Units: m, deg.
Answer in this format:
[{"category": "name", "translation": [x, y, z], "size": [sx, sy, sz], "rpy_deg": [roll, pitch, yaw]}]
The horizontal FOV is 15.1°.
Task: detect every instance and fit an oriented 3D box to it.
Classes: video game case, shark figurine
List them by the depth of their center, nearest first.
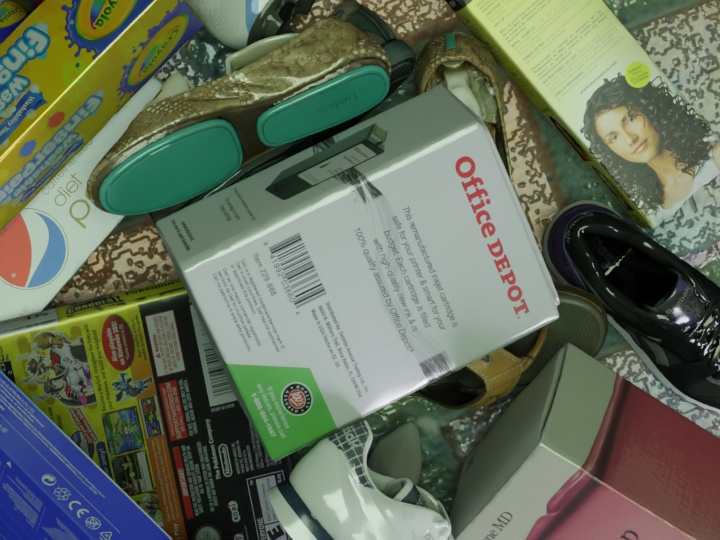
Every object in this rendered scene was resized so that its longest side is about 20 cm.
[{"category": "video game case", "translation": [-0.138, 0.108, 1.704], "size": [0.181, 0.026, 0.200], "rpy_deg": [-14, 113, -9]}, {"category": "shark figurine", "translation": [0.038, 0.221, 1.731], "size": [0.128, 0.090, 0.215], "rpy_deg": [-33, 93, -1]}]

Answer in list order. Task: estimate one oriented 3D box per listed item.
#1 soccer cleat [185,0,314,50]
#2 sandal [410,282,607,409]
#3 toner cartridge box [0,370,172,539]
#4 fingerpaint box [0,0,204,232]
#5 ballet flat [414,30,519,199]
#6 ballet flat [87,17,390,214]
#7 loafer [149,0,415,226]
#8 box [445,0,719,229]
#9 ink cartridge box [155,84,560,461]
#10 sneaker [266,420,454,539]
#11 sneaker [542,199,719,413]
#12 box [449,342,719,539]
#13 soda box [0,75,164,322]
[{"category": "soccer cleat", "translation": [-0.042, -0.233, 1.708], "size": [0.086, 0.070, 0.200], "rpy_deg": [32, 85, 10]}, {"category": "sandal", "translation": [0.058, 0.056, 1.722], "size": [0.200, 0.055, 0.082], "rpy_deg": [-4, 132, -4]}, {"category": "toner cartridge box", "translation": [-0.204, 0.132, 1.630], "size": [0.200, 0.095, 0.043], "rpy_deg": [43, 48, 18]}, {"category": "fingerpaint box", "translation": [-0.227, -0.142, 1.660], "size": [0.200, 0.073, 0.167], "rpy_deg": [-45, 69, -1]}, {"category": "ballet flat", "translation": [0.068, -0.052, 1.725], "size": [0.070, 0.065, 0.200], "rpy_deg": [-12, 95, 5]}, {"category": "ballet flat", "translation": [-0.080, -0.097, 1.651], "size": [0.200, 0.071, 0.065], "rpy_deg": [-23, 54, -12]}, {"category": "loafer", "translation": [-0.059, -0.094, 1.722], "size": [0.200, 0.072, 0.063], "rpy_deg": [-37, 76, -9]}, {"category": "box", "translation": [0.146, -0.124, 1.740], "size": [0.075, 0.050, 0.200], "rpy_deg": [-43, 95, -3]}, {"category": "ink cartridge box", "translation": [0.000, 0.000, 1.639], "size": [0.200, 0.084, 0.146], "rpy_deg": [-26, 115, -5]}, {"category": "sneaker", "translation": [0.033, 0.183, 1.642], "size": [0.080, 0.076, 0.200], "rpy_deg": [-42, 107, -2]}, {"category": "sneaker", "translation": [0.204, 0.033, 1.734], "size": [0.200, 0.088, 0.076], "rpy_deg": [35, 89, -6]}, {"category": "box", "translation": [0.169, 0.163, 1.700], "size": [0.200, 0.109, 0.128], "rpy_deg": [32, 126, -8]}, {"category": "soda box", "translation": [-0.188, -0.040, 1.707], "size": [0.068, 0.064, 0.200], "rpy_deg": [41, 88, -6]}]
